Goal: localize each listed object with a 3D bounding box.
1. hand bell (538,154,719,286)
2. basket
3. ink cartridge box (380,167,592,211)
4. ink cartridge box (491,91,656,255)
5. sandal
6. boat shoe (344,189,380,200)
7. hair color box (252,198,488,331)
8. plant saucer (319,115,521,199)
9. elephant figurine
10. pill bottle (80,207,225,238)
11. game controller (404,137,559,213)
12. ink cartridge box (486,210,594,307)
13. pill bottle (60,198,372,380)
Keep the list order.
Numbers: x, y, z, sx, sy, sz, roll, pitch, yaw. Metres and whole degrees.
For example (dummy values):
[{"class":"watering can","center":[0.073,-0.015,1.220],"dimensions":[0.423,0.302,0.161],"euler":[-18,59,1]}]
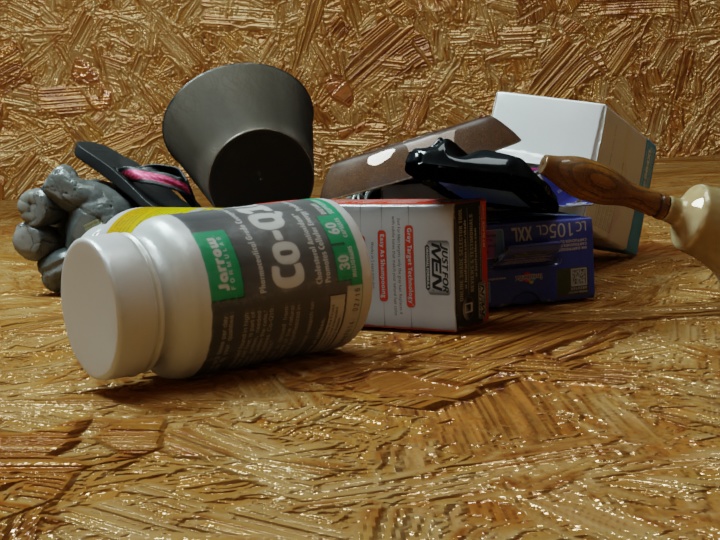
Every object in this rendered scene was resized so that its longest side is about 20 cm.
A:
[{"class":"hand bell","center":[0.234,-0.053,1.013],"dimensions":[0.198,0.105,0.104],"euler":[18,3,-11]},{"class":"basket","center":[-0.120,-0.132,1.375],"dimensions":[0.178,0.138,0.200],"euler":[-12,27,-8]},{"class":"ink cartridge box","center":[0.126,-0.074,1.184],"dimensions":[0.197,0.038,0.095],"euler":[0,9,19]},{"class":"ink cartridge box","center":[0.213,-0.102,1.320],"dimensions":[0.127,0.127,0.199],"euler":[11,-4,30]},{"class":"sandal","center":[-0.223,-0.097,1.348],"dimensions":[0.199,0.045,0.075],"euler":[34,15,16]},{"class":"boat shoe","center":[0.021,-0.072,1.350],"dimensions":[0.068,0.074,0.198],"euler":[34,-16,-29]},{"class":"hair color box","center":[0.005,-0.007,1.043],"dimensions":[0.198,0.103,0.061],"euler":[3,7,33]},{"class":"plant saucer","center":[0.052,-0.108,1.184],"dimensions":[0.198,0.035,0.200],"euler":[-17,7,2]},{"class":"elephant figurine","center":[-0.287,-0.052,1.413],"dimensions":[0.142,0.155,0.200],"euler":[-45,-10,12]},{"class":"pill bottle","center":[-0.156,0.000,1.050],"dimensions":[0.198,0.106,0.104],"euler":[4,10,44]},{"class":"game controller","center":[0.104,-0.070,1.037],"dimensions":[0.103,0.043,0.200],"euler":[18,2,17]},{"class":"ink cartridge box","center":[0.125,-0.013,1.141],"dimensions":[0.134,0.077,0.200],"euler":[-5,9,-12]},{"class":"pill bottle","center":[-0.100,0.014,0.884],"dimensions":[0.198,0.115,0.113],"euler":[-9,9,-36]}]
